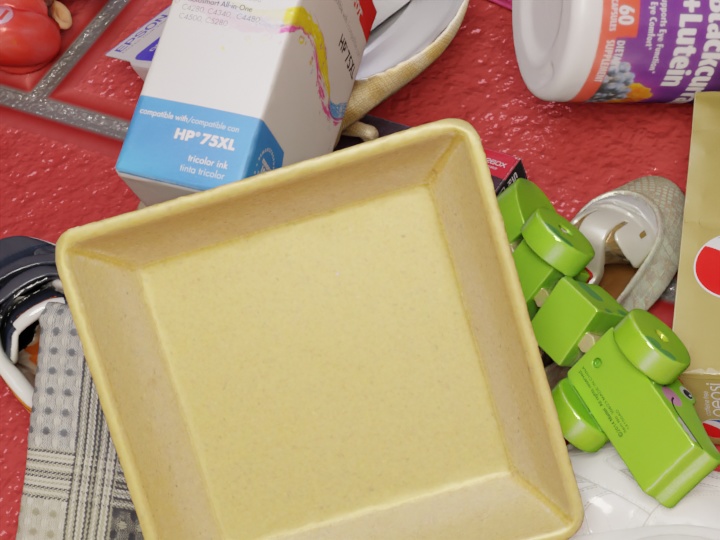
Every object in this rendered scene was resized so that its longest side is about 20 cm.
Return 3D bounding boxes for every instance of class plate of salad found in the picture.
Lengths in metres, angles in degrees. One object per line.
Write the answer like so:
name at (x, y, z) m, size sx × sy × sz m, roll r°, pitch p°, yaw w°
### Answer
plate of salad at (-0.015, -0.135, 1.022) m, size 0.199 × 0.048 × 0.200 m, roll -25°, pitch 27°, yaw 14°

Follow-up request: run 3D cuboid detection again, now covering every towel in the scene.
towel at (-0.090, 0.124, 0.803) m, size 0.192 × 0.035 × 0.201 m, roll 5°, pitch 85°, yaw 18°

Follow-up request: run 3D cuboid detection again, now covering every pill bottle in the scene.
pill bottle at (0.199, -0.153, 0.917) m, size 0.199 × 0.112 × 0.112 m, roll -1°, pitch 47°, yaw -14°

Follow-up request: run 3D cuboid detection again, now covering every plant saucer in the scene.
plant saucer at (-0.017, 0.049, 0.726) m, size 0.199 × 0.201 × 0.048 m, roll -16°, pitch 8°, yaw 5°

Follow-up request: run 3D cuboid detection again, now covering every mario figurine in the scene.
mario figurine at (-0.244, -0.234, 1.149) m, size 0.123 × 0.106 × 0.200 m, roll -35°, pitch 30°, yaw 34°

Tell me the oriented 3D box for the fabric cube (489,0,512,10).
fabric cube at (0.143, -0.306, 1.031) m, size 0.199 × 0.200 × 0.196 m, roll -42°, pitch 50°, yaw -20°

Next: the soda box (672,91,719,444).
soda box at (0.209, -0.006, 0.847) m, size 0.064 × 0.068 × 0.201 m, roll 0°, pitch 51°, yaw 18°

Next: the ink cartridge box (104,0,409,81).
ink cartridge box at (-0.050, -0.179, 1.034) m, size 0.198 × 0.043 × 0.200 m, roll -41°, pitch 29°, yaw -18°

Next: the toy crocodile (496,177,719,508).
toy crocodile at (0.113, 0.031, 0.778) m, size 0.068 × 0.062 × 0.200 m, roll -53°, pitch 50°, yaw 22°

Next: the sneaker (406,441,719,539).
sneaker at (0.103, 0.125, 0.782) m, size 0.199 × 0.075 × 0.100 m, roll 7°, pitch 40°, yaw 17°

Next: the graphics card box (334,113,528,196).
graphics card box at (0.000, 0.000, 0.919) m, size 0.125 × 0.051 × 0.200 m, roll 20°, pitch 61°, yaw 31°

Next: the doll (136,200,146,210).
doll at (-0.083, 0.045, 0.846) m, size 0.136 × 0.048 × 0.201 m, roll -24°, pitch 76°, yaw 21°

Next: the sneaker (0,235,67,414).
sneaker at (-0.190, 0.027, 0.939) m, size 0.078 × 0.080 × 0.200 m, roll -33°, pitch 48°, yaw -10°

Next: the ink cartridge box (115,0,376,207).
ink cartridge box at (-0.048, -0.113, 0.798) m, size 0.067 × 0.116 × 0.201 m, roll 12°, pitch 74°, yaw 16°

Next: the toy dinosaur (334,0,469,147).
toy dinosaur at (-0.022, -0.085, 0.896) m, size 0.199 × 0.101 × 0.058 m, roll -13°, pitch 46°, yaw 10°

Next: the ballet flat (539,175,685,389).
ballet flat at (0.127, 0.007, 0.865) m, size 0.067 × 0.062 × 0.200 m, roll 20°, pitch 59°, yaw 30°
